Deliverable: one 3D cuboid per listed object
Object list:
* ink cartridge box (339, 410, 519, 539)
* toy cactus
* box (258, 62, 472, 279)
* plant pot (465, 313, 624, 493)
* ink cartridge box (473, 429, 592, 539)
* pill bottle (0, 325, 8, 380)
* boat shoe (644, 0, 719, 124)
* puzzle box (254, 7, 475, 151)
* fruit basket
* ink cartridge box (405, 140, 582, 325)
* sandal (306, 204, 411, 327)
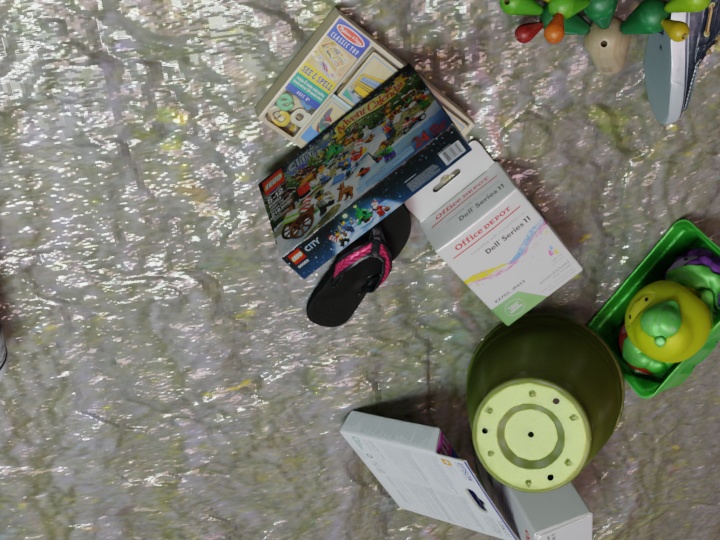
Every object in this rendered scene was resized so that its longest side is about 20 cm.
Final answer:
[{"bbox_3d":[0.097,0.265,1.171,0.043,0.199,0.197,-58,134,-30],"label":"ink cartridge box"},{"bbox_3d":[0.243,-0.243,0.891,0.199,0.103,0.165,-6,157,19],"label":"toy cactus"},{"bbox_3d":[-0.003,-0.099,0.873,0.200,0.137,0.038,-37,128,11],"label":"box"},{"bbox_3d":[0.208,0.167,1.066,0.199,0.193,0.201,2,99,16],"label":"plant pot"},{"bbox_3d":[0.229,0.311,1.217,0.084,0.200,0.145,-17,127,-9],"label":"ink cartridge box"},{"bbox_3d":[-0.421,0.058,0.908,0.112,0.113,0.201,-6,125,-12],"label":"pill bottle"},{"bbox_3d":[0.354,-0.251,0.944,0.090,0.071,0.201,-11,124,-4],"label":"boat shoe"},{"bbox_3d":[0.008,-0.159,0.936,0.200,0.025,0.133,31,111,-31],"label":"puzzle box"},{"bbox_3d":[0.372,0.052,1.107,0.215,0.156,0.216,-19,137,-18],"label":"fruit basket"},{"bbox_3d":[0.151,-0.039,1.035,0.117,0.067,0.200,-39,126,12],"label":"ink cartridge box"},{"bbox_3d":[0.000,0.000,1.018,0.075,0.045,0.200,17,124,-20],"label":"sandal"}]
